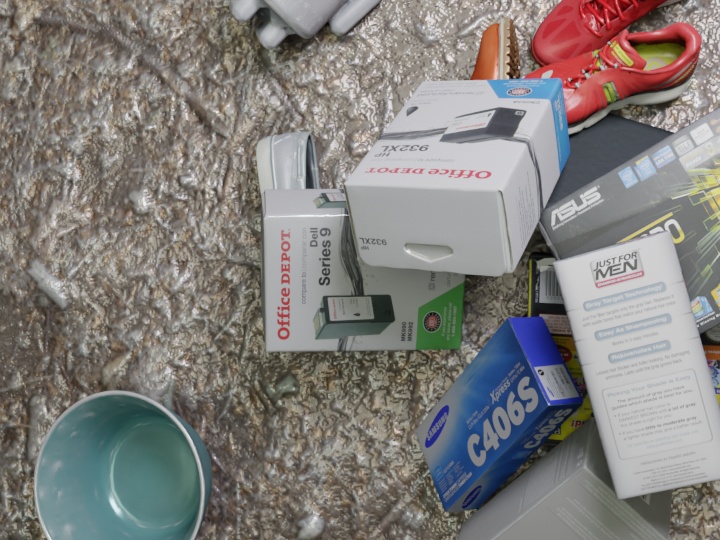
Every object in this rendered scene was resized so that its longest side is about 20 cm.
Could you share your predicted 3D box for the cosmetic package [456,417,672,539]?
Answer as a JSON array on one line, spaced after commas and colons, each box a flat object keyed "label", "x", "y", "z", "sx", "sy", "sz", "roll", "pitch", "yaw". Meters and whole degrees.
[{"label": "cosmetic package", "x": 0.184, "y": 0.246, "z": 0.945, "sx": 0.107, "sy": 0.090, "sz": 0.200, "roll": 42, "pitch": 124, "yaw": -5}]

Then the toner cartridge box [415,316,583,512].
[{"label": "toner cartridge box", "x": 0.126, "y": 0.141, "z": 0.958, "sx": 0.201, "sy": 0.043, "sz": 0.096, "roll": -59, "pitch": 41, "yaw": 42}]

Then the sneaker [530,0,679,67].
[{"label": "sneaker", "x": 0.250, "y": -0.273, "z": 0.974, "sx": 0.199, "sy": 0.115, "sz": 0.079, "roll": -35, "pitch": 80, "yaw": 11}]

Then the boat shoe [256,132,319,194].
[{"label": "boat shoe", "x": -0.060, "y": -0.051, "z": 1.071, "sx": 0.071, "sy": 0.070, "sz": 0.204, "roll": -13, "pitch": 84, "yaw": 15}]

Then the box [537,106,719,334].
[{"label": "box", "x": 0.275, "y": -0.026, "z": 0.873, "sx": 0.199, "sy": 0.049, "sz": 0.163, "roll": -29, "pitch": 82, "yaw": 17}]

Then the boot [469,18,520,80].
[{"label": "boot", "x": 0.107, "y": -0.162, "z": 1.033, "sx": 0.106, "sy": 0.075, "sz": 0.203, "roll": 12, "pitch": 92, "yaw": 20}]

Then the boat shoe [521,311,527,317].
[{"label": "boat shoe", "x": 0.217, "y": 0.045, "z": 0.992, "sx": 0.200, "sy": 0.074, "sz": 0.076, "roll": -41, "pitch": 80, "yaw": 9}]

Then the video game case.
[{"label": "video game case", "x": 0.253, "y": 0.078, "z": 0.931, "sx": 0.197, "sy": 0.025, "sz": 0.183, "roll": 2, "pitch": 99, "yaw": 16}]

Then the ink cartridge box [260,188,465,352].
[{"label": "ink cartridge box", "x": 0.000, "y": 0.000, "z": 0.993, "sx": 0.197, "sy": 0.084, "sz": 0.148, "roll": -1, "pitch": 112, "yaw": -6}]

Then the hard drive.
[{"label": "hard drive", "x": 0.277, "y": -0.078, "z": 0.972, "sx": 0.198, "sy": 0.033, "sz": 0.141, "roll": 20, "pitch": 63, "yaw": 14}]

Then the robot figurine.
[{"label": "robot figurine", "x": -0.052, "y": -0.327, "z": 1.057, "sx": 0.169, "sy": 0.113, "sz": 0.200, "roll": 40, "pitch": 100, "yaw": -26}]

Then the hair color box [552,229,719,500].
[{"label": "hair color box", "x": 0.235, "y": 0.077, "z": 0.834, "sx": 0.098, "sy": 0.061, "sz": 0.203, "roll": -16, "pitch": 89, "yaw": 16}]

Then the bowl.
[{"label": "bowl", "x": -0.240, "y": 0.229, "z": 1.089, "sx": 0.198, "sy": 0.105, "sz": 0.204, "roll": -1, "pitch": 87, "yaw": 14}]

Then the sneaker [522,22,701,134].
[{"label": "sneaker", "x": 0.235, "y": -0.195, "z": 0.969, "sx": 0.198, "sy": 0.085, "sz": 0.078, "roll": -20, "pitch": 69, "yaw": -6}]

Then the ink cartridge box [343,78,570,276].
[{"label": "ink cartridge box", "x": 0.091, "y": -0.090, "z": 0.894, "sx": 0.143, "sy": 0.201, "sz": 0.085, "roll": 4, "pitch": 127, "yaw": 25}]
